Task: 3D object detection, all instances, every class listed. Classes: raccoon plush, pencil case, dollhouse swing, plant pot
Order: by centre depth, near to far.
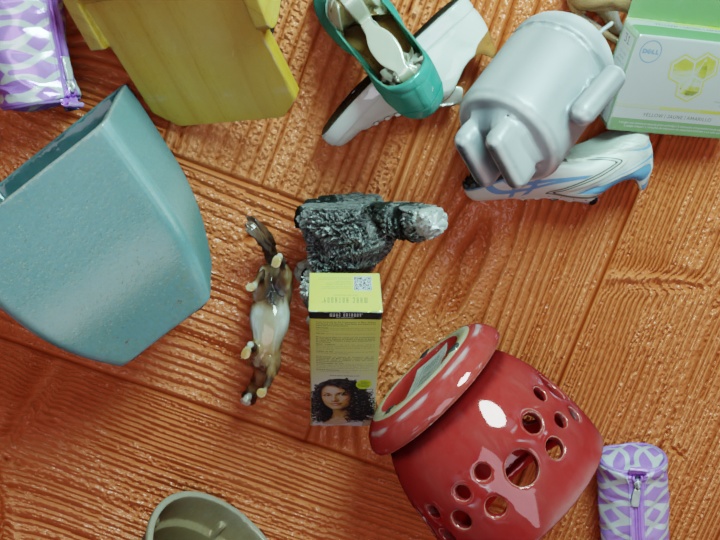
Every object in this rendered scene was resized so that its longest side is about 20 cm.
[{"bbox_3d":[-0.321,-0.251,0.968,0.084,0.084,0.203,2,107,33],"label":"pencil case"},{"bbox_3d":[-0.150,-0.267,0.971,0.197,0.176,0.185,-2,68,23],"label":"dollhouse swing"},{"bbox_3d":[-0.248,-0.030,0.982,0.195,0.197,0.201,-36,111,6],"label":"plant pot"},{"bbox_3d":[0.000,0.000,1.002,0.096,0.199,0.136,-13,106,-32],"label":"raccoon plush"},{"bbox_3d":[0.117,0.173,1.031,0.183,0.200,0.200,45,98,-3],"label":"plant pot"},{"bbox_3d":[-0.202,0.376,1.081,0.200,0.201,0.183,43,110,-10],"label":"plant pot"},{"bbox_3d":[0.307,0.291,1.117,0.082,0.086,0.203,-8,104,-1],"label":"pencil case"}]

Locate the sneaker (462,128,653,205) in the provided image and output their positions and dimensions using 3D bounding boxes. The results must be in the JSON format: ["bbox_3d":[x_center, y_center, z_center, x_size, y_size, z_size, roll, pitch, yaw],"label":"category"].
[{"bbox_3d":[0.205,-0.095,1.036,0.197,0.072,0.074,-11,112,4],"label":"sneaker"}]

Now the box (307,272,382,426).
[{"bbox_3d":[-0.017,0.086,1.024,0.074,0.051,0.202,0,138,-1],"label":"box"}]

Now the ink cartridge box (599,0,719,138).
[{"bbox_3d":[0.326,-0.230,0.972,0.143,0.048,0.202,3,128,-13],"label":"ink cartridge box"}]

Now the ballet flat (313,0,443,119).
[{"bbox_3d":[0.012,-0.228,0.947,0.067,0.070,0.201,-35,63,0],"label":"ballet flat"}]

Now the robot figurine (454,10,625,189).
[{"bbox_3d":[0.171,-0.169,0.970,0.201,0.168,0.113,-52,129,-22],"label":"robot figurine"}]

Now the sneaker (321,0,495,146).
[{"bbox_3d":[0.052,-0.179,1.010,0.199,0.073,0.085,-39,106,10],"label":"sneaker"}]

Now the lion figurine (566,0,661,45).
[{"bbox_3d":[0.245,-0.315,0.986,0.121,0.073,0.203,15,104,-1],"label":"lion figurine"}]

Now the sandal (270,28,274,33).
[{"bbox_3d":[-0.106,-0.280,0.996,0.074,0.045,0.203,10,102,-2],"label":"sandal"}]

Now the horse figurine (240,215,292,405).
[{"bbox_3d":[-0.100,0.048,1.043,0.049,0.133,0.204,4,90,1],"label":"horse figurine"}]
